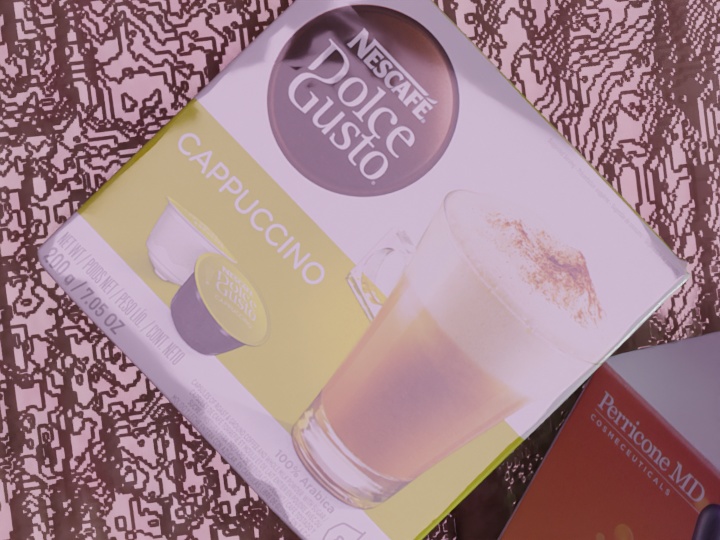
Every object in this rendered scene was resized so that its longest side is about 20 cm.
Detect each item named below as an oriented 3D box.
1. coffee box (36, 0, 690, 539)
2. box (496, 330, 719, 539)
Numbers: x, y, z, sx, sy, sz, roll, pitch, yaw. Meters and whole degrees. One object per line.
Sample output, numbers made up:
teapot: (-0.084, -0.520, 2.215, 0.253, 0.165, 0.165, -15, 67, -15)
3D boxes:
coffee box: (0.000, 0.000, 1.230, 0.198, 0.200, 0.200, -44, 89, -3)
box: (0.145, 0.152, 1.233, 0.152, 0.106, 0.200, 45, 125, 30)
